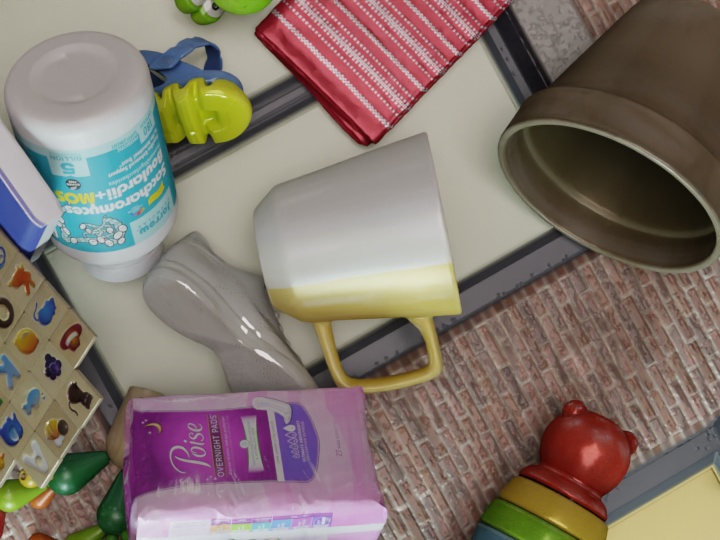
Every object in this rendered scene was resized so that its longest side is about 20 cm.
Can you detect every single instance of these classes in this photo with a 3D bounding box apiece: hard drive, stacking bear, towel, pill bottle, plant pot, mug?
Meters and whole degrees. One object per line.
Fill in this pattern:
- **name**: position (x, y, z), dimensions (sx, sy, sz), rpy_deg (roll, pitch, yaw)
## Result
- **hard drive**: position (-0.286, -0.074, 1.235), dimensions (0.025, 0.200, 0.132), rpy_deg (-36, 92, -18)
- **stacking bear**: position (0.157, 0.209, 1.324), dimensions (0.121, 0.114, 0.201), rpy_deg (29, 82, -4)
- **towel**: position (0.024, -0.221, 1.358), dimensions (0.145, 0.022, 0.200), rpy_deg (44, 84, -1)
- **pill bottle**: position (-0.204, -0.081, 1.246), dimensions (0.110, 0.200, 0.111), rpy_deg (-3, 50, 3)
- **plant pot**: position (0.240, -0.124, 1.307), dimensions (0.200, 0.200, 0.174), rpy_deg (34, 70, -4)
- **mug**: position (-0.002, -0.008, 1.290), dimensions (0.152, 0.150, 0.187), rpy_deg (-11, 66, 2)

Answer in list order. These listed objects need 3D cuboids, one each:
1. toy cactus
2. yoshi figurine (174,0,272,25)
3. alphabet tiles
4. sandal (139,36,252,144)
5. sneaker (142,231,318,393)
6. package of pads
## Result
- **toy cactus**: position (-0.199, 0.177, 1.302), dimensions (0.199, 0.102, 0.166), rpy_deg (12, 78, 3)
- **yoshi figurine**: position (-0.075, -0.286, 1.304), dimensions (0.112, 0.112, 0.200), rpy_deg (31, 89, -4)
- **alphabet tiles**: position (-0.289, 0.069, 1.267), dimensions (0.200, 0.006, 0.167), rpy_deg (44, 114, 22)
- **sandal**: position (-0.188, -0.146, 1.319), dimensions (0.199, 0.080, 0.087), rpy_deg (-3, 52, 2)
- **sneaker**: position (-0.087, 0.049, 1.324), dimensions (0.200, 0.075, 0.089), rpy_deg (49, 40, -17)
- **package of pads**: position (-0.085, 0.156, 1.244), dimensions (0.199, 0.076, 0.121), rpy_deg (-1, 48, -12)
